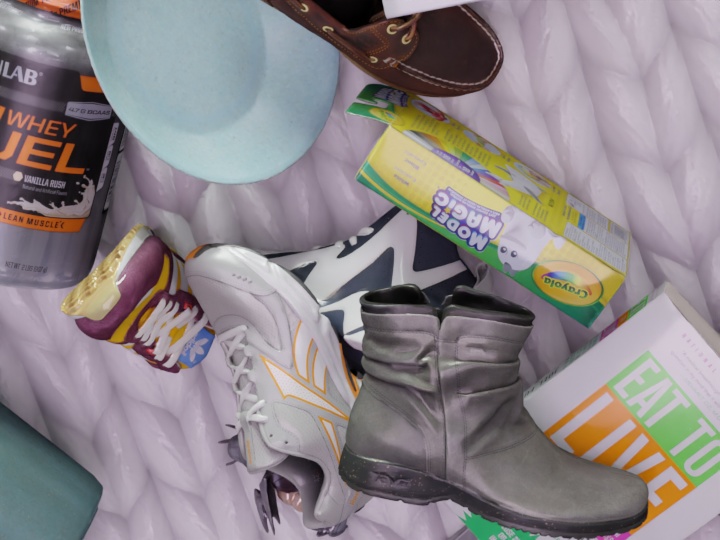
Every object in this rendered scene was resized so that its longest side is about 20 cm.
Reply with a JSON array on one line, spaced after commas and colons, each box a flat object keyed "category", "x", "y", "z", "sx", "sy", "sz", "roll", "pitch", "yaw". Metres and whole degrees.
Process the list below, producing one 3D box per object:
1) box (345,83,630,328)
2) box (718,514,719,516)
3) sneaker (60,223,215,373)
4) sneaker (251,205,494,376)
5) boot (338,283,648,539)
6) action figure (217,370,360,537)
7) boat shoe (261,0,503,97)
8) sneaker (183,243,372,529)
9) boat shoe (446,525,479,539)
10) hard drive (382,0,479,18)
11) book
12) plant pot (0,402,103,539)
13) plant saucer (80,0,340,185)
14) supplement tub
[{"category": "box", "x": 0.075, "y": -0.047, "z": 1.374, "sx": 0.200, "sy": 0.117, "sz": 0.048, "roll": 35, "pitch": 107, "yaw": -1}, {"category": "box", "x": 0.281, "y": 0.068, "z": 1.398, "sx": 0.100, "sy": 0.075, "sz": 0.200, "roll": 28, "pitch": 109, "yaw": 0}, {"category": "sneaker", "x": -0.129, "y": 0.023, "z": 1.384, "sx": 0.090, "sy": 0.200, "sz": 0.075, "roll": 45, "pitch": 96, "yaw": -3}, {"category": "sneaker", "x": 0.000, "y": 0.000, "z": 1.428, "sx": 0.199, "sy": 0.130, "sz": 0.080, "roll": 18, "pitch": 145, "yaw": 40}, {"category": "boot", "x": 0.088, "y": 0.083, "z": 1.311, "sx": 0.200, "sy": 0.068, "sz": 0.131, "roll": 11, "pitch": 106, "yaw": -1}, {"category": "action figure", "x": 0.000, "y": 0.119, "z": 1.460, "sx": 0.200, "sy": 0.069, "sz": 0.130, "roll": -1, "pitch": 112, "yaw": 13}, {"category": "boat shoe", "x": 0.006, "y": -0.164, "z": 1.350, "sx": 0.200, "sy": 0.070, "sz": 0.070, "roll": 23, "pitch": 84, "yaw": -19}, {"category": "sneaker", "x": -0.052, "y": 0.075, "z": 1.357, "sx": 0.092, "sy": 0.076, "sz": 0.200, "roll": -44, "pitch": 101, "yaw": -27}, {"category": "boat shoe", "x": 0.096, "y": 0.203, "z": 1.464, "sx": 0.072, "sy": 0.069, "sz": 0.200, "roll": 45, "pitch": 107, "yaw": -5}, {"category": "hard drive", "x": 0.058, "y": -0.248, "z": 1.177, "sx": 0.132, "sy": 0.027, "sz": 0.200, "roll": -10, "pitch": 103, "yaw": 11}, {"category": "book", "x": 0.159, "y": 0.116, "z": 1.372, "sx": 0.200, "sy": 0.048, "sz": 0.134, "roll": -41, "pitch": 96, "yaw": 20}, {"category": "plant pot", "x": -0.293, "y": 0.153, "z": 1.457, "sx": 0.196, "sy": 0.200, "sz": 0.200, "roll": 35, "pitch": 108, "yaw": -10}, {"category": "plant saucer", "x": -0.100, "y": -0.149, "z": 1.359, "sx": 0.039, "sy": 0.201, "sz": 0.201, "roll": -13, "pitch": 106, "yaw": 49}, {"category": "supplement tub", "x": -0.210, "y": -0.098, "z": 1.402, "sx": 0.122, "sy": 0.123, "sz": 0.200, "roll": 17, "pitch": 107, "yaw": 4}]
